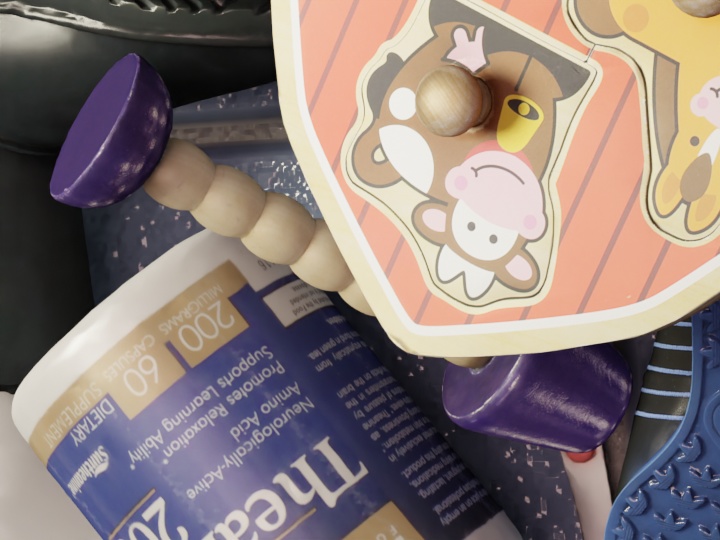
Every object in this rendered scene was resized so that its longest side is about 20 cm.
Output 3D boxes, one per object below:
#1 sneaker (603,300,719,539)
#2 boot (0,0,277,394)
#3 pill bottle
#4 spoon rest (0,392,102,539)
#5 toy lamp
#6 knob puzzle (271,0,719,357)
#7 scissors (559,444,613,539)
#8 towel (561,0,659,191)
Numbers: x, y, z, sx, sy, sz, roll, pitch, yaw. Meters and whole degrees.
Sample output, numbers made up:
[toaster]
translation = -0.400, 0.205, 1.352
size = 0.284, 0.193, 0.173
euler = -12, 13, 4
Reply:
[sneaker]
translation = 0.127, 0.036, 0.811
size = 0.070, 0.078, 0.200
euler = 17, 122, 10
[boot]
translation = -0.099, -0.039, 0.849
size = 0.200, 0.076, 0.168
euler = 4, 125, 8
[pill bottle]
translation = -0.016, 0.090, 0.835
size = 0.111, 0.111, 0.200
euler = -42, 82, 17
[spoon rest]
translation = -0.116, 0.107, 0.906
size = 0.200, 0.061, 0.099
euler = 39, 105, 24
[toy lamp]
translation = 0.000, 0.000, 0.795
size = 0.200, 0.058, 0.058
euler = 31, 106, -21
[knob puzzle]
translation = 0.049, -0.065, 0.694
size = 0.219, 0.030, 0.220
euler = 2, 94, 28
[scissors]
translation = 0.078, 0.046, 0.850
size = 0.073, 0.014, 0.200
euler = -26, 85, 16
[towel]
translation = 0.039, -0.099, 0.779
size = 0.024, 0.147, 0.200
euler = -20, 82, -10
